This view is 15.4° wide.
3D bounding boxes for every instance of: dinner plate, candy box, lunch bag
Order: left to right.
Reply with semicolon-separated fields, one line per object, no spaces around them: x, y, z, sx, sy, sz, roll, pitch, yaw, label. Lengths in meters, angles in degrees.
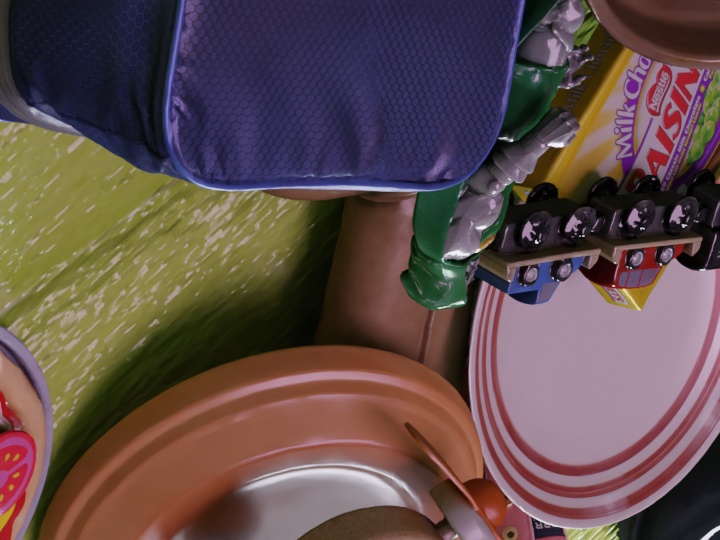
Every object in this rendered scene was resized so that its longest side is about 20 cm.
-0.039;-0.106;0.911;0.200;0.132;0.136;0;105;-50;lunch bag
0.116;0.020;1.219;0.200;0.024;0.201;-14;112;-38;dinner plate
0.143;-0.091;1.174;0.102;0.026;0.200;44;71;-42;candy box

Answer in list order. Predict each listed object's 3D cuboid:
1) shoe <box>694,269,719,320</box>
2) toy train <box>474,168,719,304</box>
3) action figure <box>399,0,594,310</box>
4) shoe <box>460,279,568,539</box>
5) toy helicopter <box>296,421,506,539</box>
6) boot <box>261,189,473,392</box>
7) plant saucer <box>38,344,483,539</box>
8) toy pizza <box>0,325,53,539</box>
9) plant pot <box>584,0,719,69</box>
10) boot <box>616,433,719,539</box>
0.158;0.029;1.321;0.053;0.070;0.201;-6;124;-37;shoe
0.113;-0.015;1.128;0.200;0.034;0.046;-6;119;-44;toy train
0.058;-0.070;0.998;0.118;0.055;0.200;-76;-173;-62;action figure
0.071;0.091;1.258;0.071;0.091;0.201;-1;122;-49;shoe
0.033;0.134;1.128;0.200;0.079;0.132;13;118;-49;toy helicopter
0.000;0.000;1.111;0.175;0.066;0.200;-22;137;-40;boot
-0.038;0.114;1.138;0.199;0.038;0.201;-14;138;-13;plant saucer
-0.194;0.104;1.011;0.200;0.032;0.201;-31;141;-28;toy pizza
0.163;-0.186;1.079;0.200;0.093;0.201;-16;142;-13;plant pot
0.233;0.125;1.412;0.076;0.168;0.201;-14;132;-42;boot
